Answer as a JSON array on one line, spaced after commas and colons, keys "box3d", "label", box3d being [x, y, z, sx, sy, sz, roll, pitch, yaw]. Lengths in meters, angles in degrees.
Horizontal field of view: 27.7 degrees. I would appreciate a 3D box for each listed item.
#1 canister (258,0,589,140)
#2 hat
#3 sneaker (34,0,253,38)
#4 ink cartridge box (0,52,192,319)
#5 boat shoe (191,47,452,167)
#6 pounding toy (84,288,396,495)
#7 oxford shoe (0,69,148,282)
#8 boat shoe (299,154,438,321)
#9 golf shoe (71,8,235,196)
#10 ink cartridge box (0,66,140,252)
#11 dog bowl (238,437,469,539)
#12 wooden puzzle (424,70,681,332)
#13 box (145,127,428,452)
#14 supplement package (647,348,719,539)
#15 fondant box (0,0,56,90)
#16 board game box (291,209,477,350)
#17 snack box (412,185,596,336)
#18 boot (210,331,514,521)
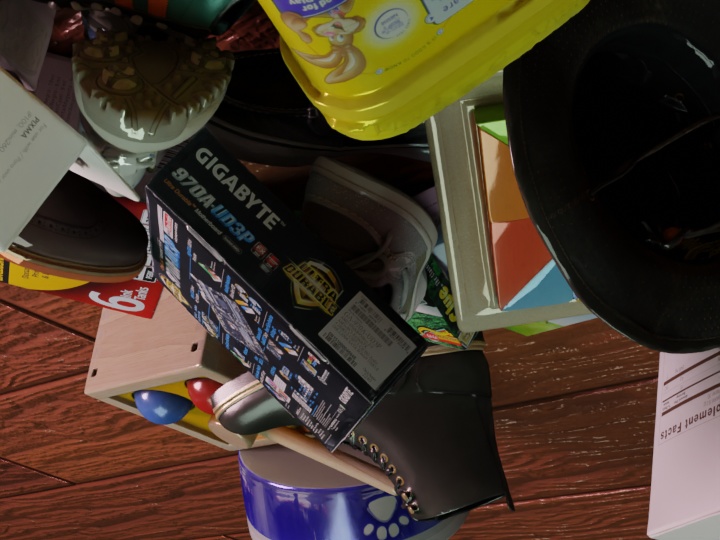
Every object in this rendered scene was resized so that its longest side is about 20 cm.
[{"box3d": [0.005, -0.161, 0.576, 0.148, 0.087, 0.200, -34, 144, 2], "label": "canister"}, {"box3d": [0.135, -0.058, 0.708, 0.199, 0.202, 0.081, 19, 168, -21], "label": "hat"}, {"box3d": [-0.098, -0.144, 0.700, 0.199, 0.072, 0.080, -3, 127, 24], "label": "sneaker"}, {"box3d": [-0.199, -0.056, 0.951, 0.174, 0.084, 0.200, 14, 156, -9], "label": "ink cartridge box"}, {"box3d": [-0.001, -0.103, 0.808, 0.198, 0.073, 0.071, 1, 149, -8], "label": "boat shoe"}, {"box3d": [-0.086, 0.091, 1.172, 0.199, 0.143, 0.183, 28, 151, -36], "label": "pounding toy"}, {"box3d": [-0.190, -0.060, 0.794, 0.199, 0.071, 0.073, 31, 121, -27], "label": "oxford shoe"}, {"box3d": [-0.001, 0.000, 0.842, 0.074, 0.065, 0.202, 24, 161, 11], "label": "boat shoe"}, {"box3d": [-0.109, -0.077, 0.735, 0.078, 0.098, 0.200, 6, -160, -10], "label": "golf shoe"}, {"box3d": [-0.208, -0.079, 0.678, 0.200, 0.068, 0.116, 43, 169, -35], "label": "ink cartridge box"}, {"box3d": [-0.005, 0.176, 1.274, 0.199, 0.200, 0.079, 0, 112, 21], "label": "dog bowl"}, {"box3d": [0.134, -0.041, 0.799, 0.184, 0.037, 0.201, -9, 133, 4], "label": "wooden puzzle"}, {"box3d": [-0.048, 0.020, 0.812, 0.159, 0.046, 0.200, 44, 165, 5], "label": "box"}, {"box3d": [0.268, 0.075, 0.932, 0.120, 0.201, 0.120, 14, 157, -14], "label": "supplement package"}, {"box3d": [-0.291, -0.151, 0.800, 0.199, 0.059, 0.144, -2, 155, 23], "label": "fondant box"}, {"box3d": [-0.021, -0.001, 0.993, 0.199, 0.024, 0.105, 11, 150, 41], "label": "board game box"}, {"box3d": [0.106, -0.013, 0.951, 0.141, 0.053, 0.200, 18, 162, -22], "label": "snack box"}, {"box3d": [0.002, 0.122, 1.020, 0.199, 0.139, 0.077, -16, 165, 11], "label": "boot"}]
